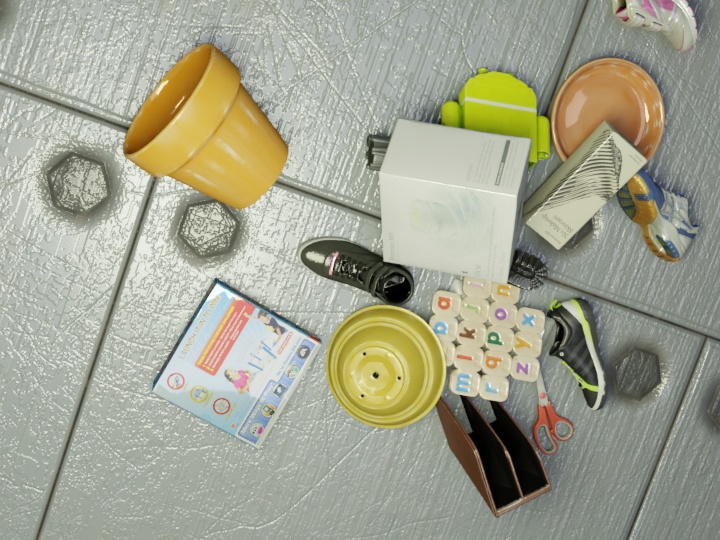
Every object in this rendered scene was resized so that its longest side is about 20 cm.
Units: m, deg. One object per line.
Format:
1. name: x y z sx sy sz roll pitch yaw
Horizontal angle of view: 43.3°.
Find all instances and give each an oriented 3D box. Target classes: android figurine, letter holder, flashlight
1. android figurine: 0.214 -0.228 1.425 0.181 0.041 0.202 5 70 -13
2. letter holder: 0.201 0.262 1.442 0.100 0.200 0.143 -24 116 -6
3. flashlight: 0.109 -0.171 1.436 0.198 0.068 0.069 4 99 -13

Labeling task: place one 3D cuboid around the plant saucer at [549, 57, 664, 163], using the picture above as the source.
1. plant saucer: 0.403 -0.246 1.496 0.198 0.037 0.202 -2 100 -10

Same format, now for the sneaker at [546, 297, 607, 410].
1. sneaker: 0.359 0.143 1.539 0.082 0.072 0.202 -13 94 -4

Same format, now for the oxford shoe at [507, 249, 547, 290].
1. oxford shoe: 0.206 -0.026 1.477 0.199 0.084 0.073 35 88 6

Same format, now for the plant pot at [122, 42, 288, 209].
1. plant pot: -0.210 -0.192 1.317 0.183 0.200 0.201 38 91 -29

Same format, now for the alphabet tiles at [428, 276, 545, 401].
1. alphabet tiles: 0.204 0.108 1.483 0.194 0.015 0.202 10 80 -9

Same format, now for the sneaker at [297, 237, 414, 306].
1. sneaker: 0.000 0.000 1.426 0.199 0.099 0.071 17 97 -12

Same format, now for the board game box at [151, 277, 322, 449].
1. board game box: -0.195 0.147 1.434 0.195 0.056 0.201 32 92 -14

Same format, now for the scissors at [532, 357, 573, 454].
1. scissors: 0.309 0.228 1.555 0.073 0.014 0.201 -29 111 -4

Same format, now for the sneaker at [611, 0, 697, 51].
1. sneaker: 0.456 -0.422 1.460 0.088 0.081 0.200 -45 96 0

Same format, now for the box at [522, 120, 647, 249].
1. box: 0.355 -0.136 1.455 0.082 0.068 0.200 35 112 -15

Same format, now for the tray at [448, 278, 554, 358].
1. tray: 0.227 0.099 1.526 0.199 0.022 0.108 22 94 -14

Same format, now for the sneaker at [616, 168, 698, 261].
1. sneaker: 0.498 -0.110 1.518 0.088 0.075 0.200 -46 122 -13

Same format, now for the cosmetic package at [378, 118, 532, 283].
1. cosmetic package: 0.137 -0.100 1.343 0.198 0.200 0.123 11 54 13

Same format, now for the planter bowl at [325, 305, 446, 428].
1. planter bowl: 0.031 0.158 1.428 0.199 0.083 0.202 1 94 13
